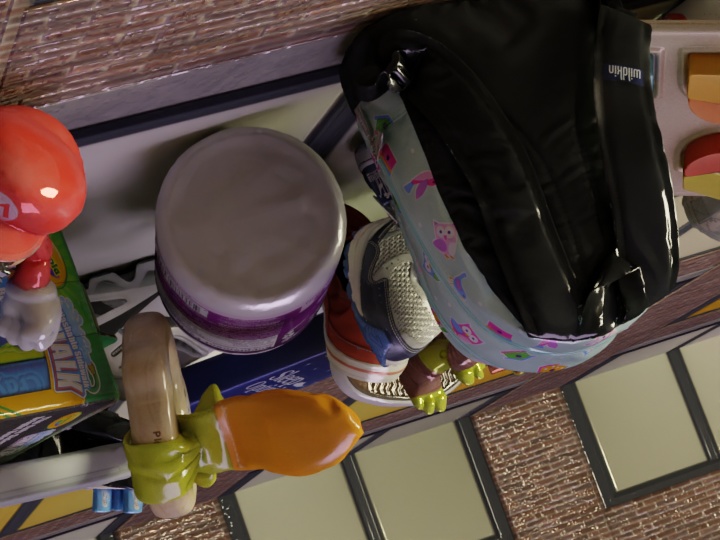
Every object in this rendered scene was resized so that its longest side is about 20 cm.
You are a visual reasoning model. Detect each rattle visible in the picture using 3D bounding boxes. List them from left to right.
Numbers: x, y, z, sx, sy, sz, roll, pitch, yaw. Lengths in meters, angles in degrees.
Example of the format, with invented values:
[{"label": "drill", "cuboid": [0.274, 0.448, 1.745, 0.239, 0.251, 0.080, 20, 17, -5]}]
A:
[{"label": "rattle", "cuboid": [-0.084, 0.074, 1.236, 0.143, 0.130, 0.200, -25, -179, 1]}]

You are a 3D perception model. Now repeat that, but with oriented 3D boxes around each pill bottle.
[{"label": "pill bottle", "cuboid": [-0.071, -0.009, 1.215, 0.112, 0.112, 0.200, -18, 171, -9]}]

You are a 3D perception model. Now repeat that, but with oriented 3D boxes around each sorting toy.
[{"label": "sorting toy", "cuboid": [0.188, -0.090, 1.203, 0.200, 0.036, 0.185, -3, 151, 6]}]

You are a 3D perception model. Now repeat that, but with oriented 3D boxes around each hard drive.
[{"label": "hard drive", "cuboid": [-0.252, 0.140, 1.225, 0.132, 0.026, 0.200, -15, 176, 32]}]

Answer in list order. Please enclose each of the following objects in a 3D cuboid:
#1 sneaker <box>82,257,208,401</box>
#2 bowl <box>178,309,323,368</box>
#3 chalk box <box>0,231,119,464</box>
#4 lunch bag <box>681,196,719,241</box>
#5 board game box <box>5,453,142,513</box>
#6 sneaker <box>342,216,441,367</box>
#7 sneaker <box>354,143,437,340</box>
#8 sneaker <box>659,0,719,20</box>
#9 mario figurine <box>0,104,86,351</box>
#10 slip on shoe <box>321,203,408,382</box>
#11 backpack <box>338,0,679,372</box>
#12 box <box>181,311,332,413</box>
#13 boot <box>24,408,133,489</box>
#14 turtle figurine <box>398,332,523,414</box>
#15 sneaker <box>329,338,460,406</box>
[{"label": "sneaker", "cuboid": [-0.199, 0.054, 1.390, 0.200, 0.089, 0.074, -16, 171, -13]}, {"label": "bowl", "cuboid": [-0.067, 0.025, 1.519, 0.200, 0.075, 0.200, -26, 169, 36]}, {"label": "chalk box", "cuboid": [-0.236, 0.048, 1.178, 0.125, 0.124, 0.200, -28, 168, 35]}, {"label": "lunch bag", "cuboid": [0.365, -0.100, 1.568, 0.200, 0.118, 0.164, -18, 172, -40]}, {"label": "board game box", "cuboid": [-0.270, 0.150, 1.462, 0.200, 0.026, 0.200, 2, -176, -15]}, {"label": "sneaker", "cuboid": [0.057, -0.016, 1.173, 0.085, 0.077, 0.200, -16, -158, 32]}, {"label": "sneaker", "cuboid": [0.060, -0.020, 1.326, 0.077, 0.146, 0.202, -20, 169, 10]}, {"label": "sneaker", "cuboid": [0.180, -0.119, 1.244, 0.108, 0.067, 0.201, -20, 173, -15]}, {"label": "mario figurine", "cuboid": [-0.206, -0.009, 0.985, 0.123, 0.106, 0.200, -11, 169, -32]}, {"label": "slip on shoe", "cuboid": [0.000, 0.000, 1.306, 0.074, 0.061, 0.200, 9, -154, -13]}, {"label": "backpack", "cuboid": [0.088, -0.047, 1.071, 0.167, 0.200, 0.127, -18, 170, -14]}, {"label": "box", "cuboid": [-0.057, 0.068, 1.481, 0.200, 0.032, 0.121, -23, 169, 9]}, {"label": "boot", "cuboid": [-0.244, 0.114, 1.411, 0.165, 0.066, 0.200, 0, -171, -22]}, {"label": "turtle figurine", "cuboid": [0.090, 0.027, 1.239, 0.161, 0.064, 0.200, -42, -172, 39]}, {"label": "sneaker", "cuboid": [0.038, 0.058, 1.434, 0.200, 0.073, 0.085, -15, 180, -45]}]
